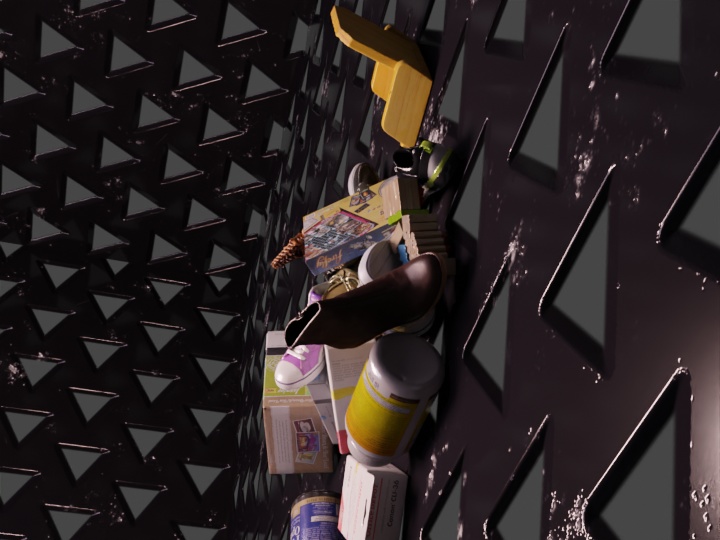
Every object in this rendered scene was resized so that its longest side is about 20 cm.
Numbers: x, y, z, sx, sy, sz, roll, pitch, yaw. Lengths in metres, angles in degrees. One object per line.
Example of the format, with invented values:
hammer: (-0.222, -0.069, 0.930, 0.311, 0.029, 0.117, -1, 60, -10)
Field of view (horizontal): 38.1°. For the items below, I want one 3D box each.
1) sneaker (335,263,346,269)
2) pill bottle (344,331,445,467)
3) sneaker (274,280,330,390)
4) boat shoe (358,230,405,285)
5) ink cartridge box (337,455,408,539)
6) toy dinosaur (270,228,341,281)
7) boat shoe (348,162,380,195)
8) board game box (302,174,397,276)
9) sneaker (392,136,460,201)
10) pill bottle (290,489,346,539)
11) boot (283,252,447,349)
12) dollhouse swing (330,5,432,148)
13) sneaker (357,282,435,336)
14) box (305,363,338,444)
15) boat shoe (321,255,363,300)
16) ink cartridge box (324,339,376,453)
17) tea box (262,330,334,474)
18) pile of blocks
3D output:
sneaker: (-0.023, -0.032, 1.943, 0.109, 0.069, 0.202, 53, -156, -36)
pill bottle: (0.042, 0.188, 1.461, 0.110, 0.107, 0.202, -93, 16, -45)
sneaker: (-0.085, 0.096, 1.724, 0.201, 0.072, 0.115, -50, -39, -29)
boat shoe: (0.041, -0.011, 1.548, 0.062, 0.072, 0.200, -39, 1, 32)
ink cartridge box: (0.020, 0.349, 1.551, 0.200, 0.066, 0.119, 171, 107, -80)
toy dinosaur: (-0.064, -0.039, 1.812, 0.135, 0.199, 0.103, 33, 156, 41)
boat shoe: (0.021, -0.125, 1.933, 0.057, 0.068, 0.203, 126, 146, -49)
board game box: (0.002, -0.079, 1.692, 0.136, 0.197, 0.035, -97, -20, -56)
sneaker: (0.083, -0.155, 1.552, 0.072, 0.082, 0.200, -60, 9, -20)
pill bottle: (-0.064, 0.484, 1.752, 0.113, 0.110, 0.202, 111, 164, -45)
boot: (0.009, 0.046, 1.381, 0.200, 0.165, 0.073, -44, 63, 37)
dollhouse swing: (0.019, -0.338, 1.818, 0.201, 0.173, 0.184, -102, 24, -58)
sneaker: (0.065, 0.065, 1.541, 0.080, 0.078, 0.200, 58, 171, -25)
box: (-0.049, 0.189, 1.853, 0.201, 0.040, 0.158, 69, -161, -50)
boat shoe: (0.002, 0.000, 1.657, 0.073, 0.200, 0.064, 23, 141, 39)
ink cartridge box: (-0.011, 0.163, 1.660, 0.146, 0.082, 0.203, -100, 3, -61)
tea box: (-0.118, 0.256, 2.030, 0.198, 0.131, 0.202, -94, 2, -49)
pile of blocks: (0.088, -0.045, 1.486, 0.082, 0.061, 0.202, 118, 142, -50)
